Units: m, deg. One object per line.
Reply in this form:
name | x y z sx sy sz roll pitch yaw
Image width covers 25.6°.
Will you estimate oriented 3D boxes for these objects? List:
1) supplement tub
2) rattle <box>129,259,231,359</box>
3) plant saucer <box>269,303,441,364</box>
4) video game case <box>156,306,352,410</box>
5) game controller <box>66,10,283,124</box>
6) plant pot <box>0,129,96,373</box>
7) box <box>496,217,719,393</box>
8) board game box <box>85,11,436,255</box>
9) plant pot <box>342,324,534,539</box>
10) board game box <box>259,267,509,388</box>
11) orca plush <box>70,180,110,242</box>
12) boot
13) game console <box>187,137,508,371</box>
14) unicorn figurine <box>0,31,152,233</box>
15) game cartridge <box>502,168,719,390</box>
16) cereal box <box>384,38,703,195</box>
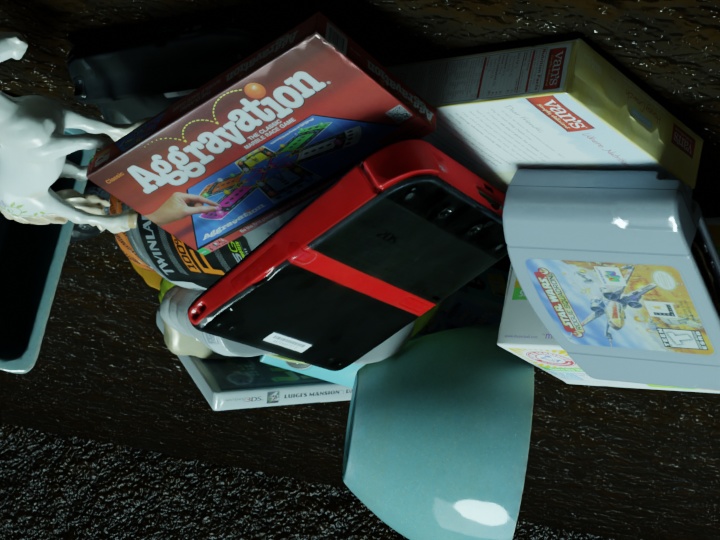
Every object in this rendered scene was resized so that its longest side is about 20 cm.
supplement tub | -0.079 -0.047 1.122 0.199 0.123 0.122 -2 160 43
rattle | -0.100 0.000 1.457 0.199 0.131 0.143 -16 -159 -20
plant saucer | -0.030 -0.001 1.277 0.199 0.031 0.201 -1 134 -1
video game case | -0.081 0.075 1.497 0.181 0.023 0.200 -3 -158 -22
game controller | -0.105 -0.115 1.020 0.199 0.042 0.104 0 146 43
plant pot | -0.337 -0.035 1.275 0.195 0.197 0.200 16 173 -13
box | 0.217 0.027 1.180 0.199 0.102 0.112 0 161 40
board game box | -0.062 -0.076 0.953 0.200 0.020 0.103 -27 132 35
plant pot | 0.057 0.137 1.298 0.134 0.201 0.200 7 166 -3
board game box | 0.032 0.045 1.377 0.199 0.047 0.151 17 132 -16
orca plush | -0.249 -0.035 1.414 0.199 0.071 0.105 0 161 40
boot | -0.058 0.030 1.244 0.199 0.074 0.095 5 -172 -39
game console | 0.004 -0.005 1.002 0.177 0.031 0.200 -35 156 16
unicorn figurine | -0.205 -0.085 1.023 0.137 0.074 0.201 9 135 -10
game cartridge | 0.170 0.011 1.018 0.133 0.042 0.200 -1 142 31
cereal box | 0.091 -0.088 0.983 0.199 0.040 0.144 -1 159 43
